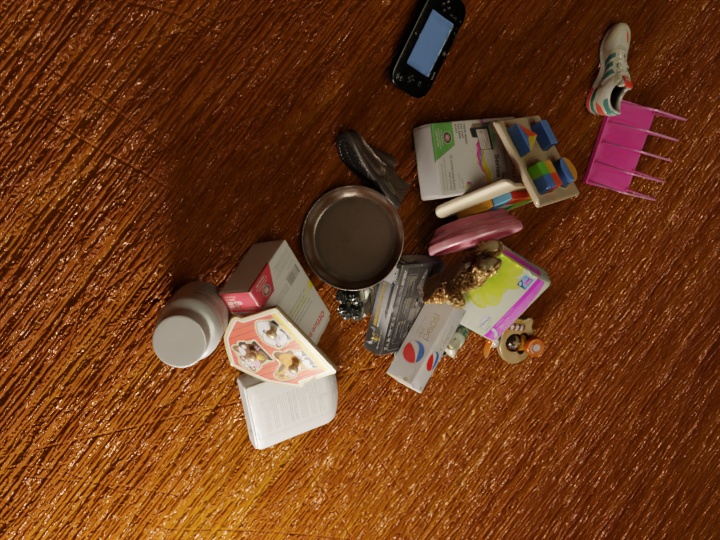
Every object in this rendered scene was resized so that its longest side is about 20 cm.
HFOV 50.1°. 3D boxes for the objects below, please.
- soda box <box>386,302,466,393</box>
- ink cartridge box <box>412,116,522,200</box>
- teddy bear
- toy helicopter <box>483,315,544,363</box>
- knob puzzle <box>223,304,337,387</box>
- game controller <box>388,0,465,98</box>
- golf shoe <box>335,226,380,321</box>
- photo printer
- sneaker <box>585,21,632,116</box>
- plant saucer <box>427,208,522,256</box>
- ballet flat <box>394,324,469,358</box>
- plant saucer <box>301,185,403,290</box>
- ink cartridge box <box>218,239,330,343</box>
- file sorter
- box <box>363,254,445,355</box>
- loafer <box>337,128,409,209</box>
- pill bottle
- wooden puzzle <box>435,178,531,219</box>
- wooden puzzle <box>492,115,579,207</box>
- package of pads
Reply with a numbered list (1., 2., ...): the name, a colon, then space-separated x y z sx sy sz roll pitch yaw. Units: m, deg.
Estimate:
1. soda box: 0.139 0.150 1.613 0.201 0.068 0.064 -60 146 -7
2. ink cartridge box: 0.217 -0.225 1.543 0.199 0.084 0.146 -10 94 -24
3. teddy bear: 0.212 0.014 1.534 0.067 0.145 0.200 34 115 -24
4. toy helicopter: 0.338 0.125 1.793 0.132 0.079 0.201 -21 108 -9
5. knob puzzle: -0.171 0.156 1.412 0.220 0.219 0.031 58 36 -32
6. game controller: 0.127 -0.431 1.462 0.104 0.042 0.201 22 99 -33
7. golf shoe: 0.000 0.000 1.561 0.094 0.078 0.201 -14 115 -48
8. photo printer: -0.142 0.259 1.580 0.199 0.069 0.167 -19 117 -21
9. sneaker: 0.558 -0.428 1.660 0.070 0.093 0.201 5 108 -29
10. plant saucer: 0.231 -0.080 1.585 0.200 0.200 0.051 -14 84 -22
11. ballet flat: 0.173 0.177 1.716 0.199 0.074 0.075 -24 119 -17
12. plant saucer: -0.014 -0.062 1.484 0.199 0.032 0.201 0 90 10
13. ink cartridge box: -0.156 0.066 1.449 0.200 0.083 0.145 61 40 -31
14. file sorter: 0.624 -0.270 1.740 0.138 0.125 0.201 7 106 -30
15. box: 0.093 0.069 1.609 0.158 0.048 0.201 -6 115 -51
16. loafer: 0.027 -0.205 1.491 0.071 0.073 0.200 -51 129 -14
17. pill bottle: -0.294 0.094 1.341 0.114 0.200 0.115 0 102 -1
18. wooden puzzle: 0.277 -0.138 1.555 0.200 0.185 0.037 -3 77 -48
19. wooden puzzle: 0.357 -0.224 1.511 0.200 0.046 0.186 -16 78 -51
20. package of pads: 0.288 0.047 1.676 0.154 0.068 0.200 29 116 -21
